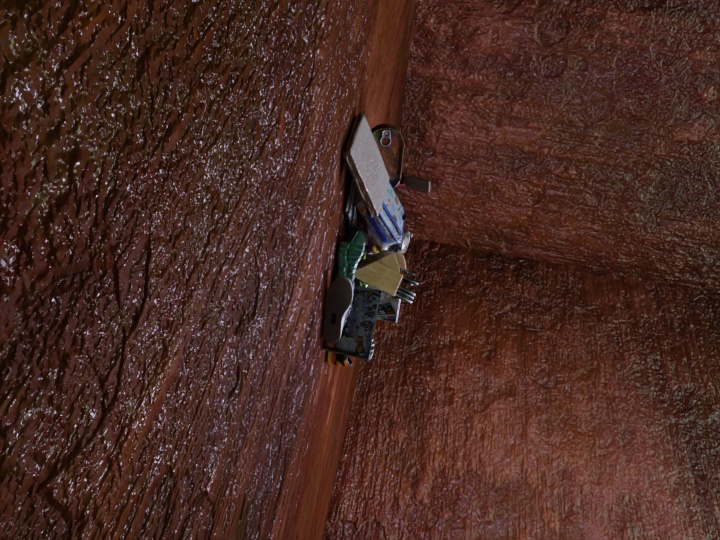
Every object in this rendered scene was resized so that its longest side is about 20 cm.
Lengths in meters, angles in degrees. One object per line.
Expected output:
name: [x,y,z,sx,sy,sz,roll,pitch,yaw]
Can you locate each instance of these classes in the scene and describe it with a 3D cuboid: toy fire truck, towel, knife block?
toy fire truck: [0.108,-0.307,1.627,0.178,0.195,0.131,90,-8,-50]
towel: [0.017,-0.266,1.361,0.193,0.032,0.202,-73,147,-46]
knife block: [0.071,0.039,1.591,0.064,0.197,0.179,19,-50,63]

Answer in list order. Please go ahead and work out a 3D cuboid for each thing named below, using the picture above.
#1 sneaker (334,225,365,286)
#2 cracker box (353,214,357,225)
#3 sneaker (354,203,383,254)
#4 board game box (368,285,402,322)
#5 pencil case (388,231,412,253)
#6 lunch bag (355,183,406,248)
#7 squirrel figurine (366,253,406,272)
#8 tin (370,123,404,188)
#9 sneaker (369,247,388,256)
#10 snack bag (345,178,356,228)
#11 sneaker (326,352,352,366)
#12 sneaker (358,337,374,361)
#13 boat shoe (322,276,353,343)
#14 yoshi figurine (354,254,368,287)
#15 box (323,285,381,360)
sneaker: [-0.042,-0.028,1.492,0.088,0.073,0.205,-140,-116,-74]
cracker box: [0.041,-0.146,1.740,0.200,0.131,0.059,-61,160,-75]
sneaker: [0.004,-0.121,1.580,0.076,0.088,0.202,-81,155,-44]
board game box: [0.038,0.100,1.819,0.035,0.195,0.129,-75,175,-63]
pencil case: [0.080,-0.115,1.879,0.078,0.196,0.091,70,37,-53]
lunch bag: [0.062,-0.169,1.516,0.201,0.074,0.162,52,33,-35]
squirrel figurine: [0.069,-0.085,2.052,0.186,0.139,0.205,-144,-139,-65]
tin: [0.064,-0.318,1.524,0.042,0.109,0.203,-103,-166,-49]
sneaker: [0.046,-0.063,1.756,0.200,0.075,0.091,-117,-164,-71]
snack bag: [-0.017,-0.232,1.546,0.200,0.021,0.193,85,16,-83]
sneaker: [-0.048,0.200,1.631,0.070,0.088,0.205,-68,167,-68]
sneaker: [-0.021,0.222,1.725,0.201,0.077,0.091,58,-43,40]
boat shoe: [-0.055,0.096,1.425,0.068,0.072,0.203,-63,163,-59]
yoshi figurine: [0.015,-0.003,1.686,0.202,0.110,0.114,-95,-159,-58]
box: [-0.022,0.144,1.549,0.040,0.134,0.205,99,2,-70]
